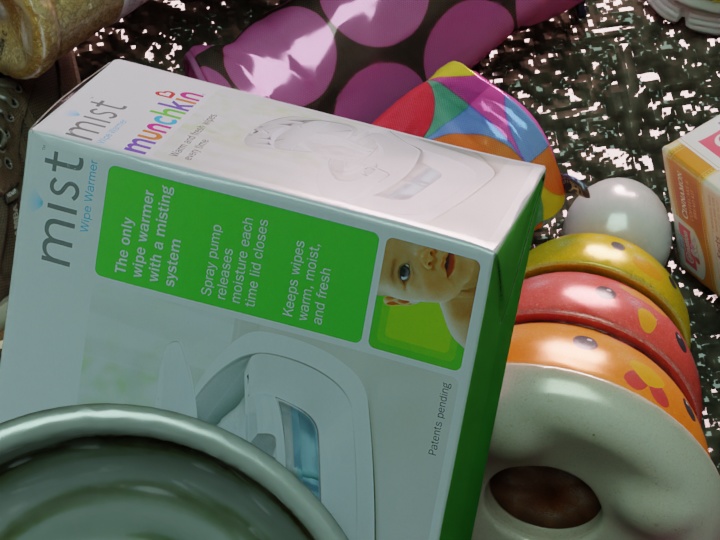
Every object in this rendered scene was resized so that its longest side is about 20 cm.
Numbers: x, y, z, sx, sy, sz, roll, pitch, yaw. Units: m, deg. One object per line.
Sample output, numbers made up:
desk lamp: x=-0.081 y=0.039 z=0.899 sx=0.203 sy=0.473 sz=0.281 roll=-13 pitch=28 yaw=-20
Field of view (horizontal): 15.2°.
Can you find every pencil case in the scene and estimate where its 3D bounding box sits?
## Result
pencil case: x=0.000 y=0.000 z=1.127 sx=0.200 sy=0.089 sz=0.088 roll=-38 pitch=68 yaw=-18
pencil case: x=0.011 y=-0.109 z=1.210 sx=0.199 sy=0.091 sz=0.094 roll=-33 pitch=25 yaw=-16

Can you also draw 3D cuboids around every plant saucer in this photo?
plant saucer: x=-0.089 y=0.145 z=0.952 sx=0.199 sy=0.050 sz=0.202 roll=0 pitch=93 yaw=-4

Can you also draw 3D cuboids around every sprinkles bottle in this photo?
sprinkles bottle: x=-0.097 y=-0.162 z=1.229 sx=0.068 sy=0.068 sz=0.200 roll=38 pitch=54 yaw=19

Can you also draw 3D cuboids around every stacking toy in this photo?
stacking toy: x=0.091 y=0.032 z=1.133 sx=0.145 sy=0.147 sz=0.201 roll=10 pitch=47 yaw=7

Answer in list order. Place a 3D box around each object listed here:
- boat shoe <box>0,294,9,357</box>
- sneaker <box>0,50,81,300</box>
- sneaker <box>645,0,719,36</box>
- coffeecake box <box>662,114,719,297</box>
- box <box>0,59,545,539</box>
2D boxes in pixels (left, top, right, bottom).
boat shoe: x=-0.118 y=0.042 z=1.148 sx=0.200 sy=0.076 sz=0.072 roll=-41 pitch=71 yaw=-16
sneaker: x=-0.165 y=-0.048 z=1.194 sx=0.070 sy=0.076 sz=0.201 roll=3 pitch=63 yaw=3
sneaker: x=0.227 y=-0.146 z=1.226 sx=0.199 sy=0.090 sz=0.079 roll=3 pitch=61 yaw=2
coffeecake box: x=0.247 y=-0.015 z=1.124 sx=0.153 sy=0.073 sz=0.200 roll=-30 pitch=43 yaw=-16
box: x=-0.040 y=0.044 z=1.002 sx=0.175 sy=0.201 sz=0.097 roll=15 pitch=24 yaw=9
